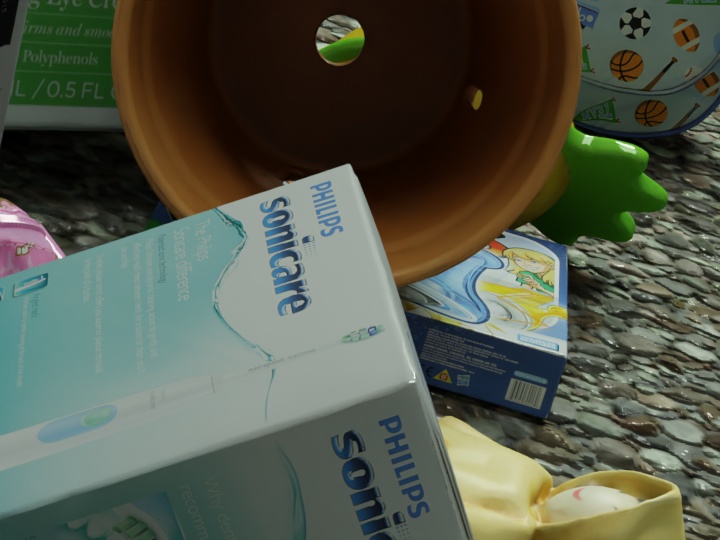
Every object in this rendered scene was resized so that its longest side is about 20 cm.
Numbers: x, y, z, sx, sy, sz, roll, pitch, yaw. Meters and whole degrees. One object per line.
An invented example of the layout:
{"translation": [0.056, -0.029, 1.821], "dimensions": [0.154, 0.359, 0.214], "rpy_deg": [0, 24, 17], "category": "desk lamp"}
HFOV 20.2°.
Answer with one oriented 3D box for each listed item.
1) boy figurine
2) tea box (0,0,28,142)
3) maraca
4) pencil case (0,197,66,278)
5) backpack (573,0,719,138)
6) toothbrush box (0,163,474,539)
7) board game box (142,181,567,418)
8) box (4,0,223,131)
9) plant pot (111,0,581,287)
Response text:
{"translation": [0.026, 0.080, 0.764], "dimensions": [0.199, 0.065, 0.124], "rpy_deg": [21, 14, 14], "category": "boy figurine"}
{"translation": [-0.250, -0.104, 0.808], "dimensions": [0.196, 0.201, 0.133], "rpy_deg": [26, 25, 24], "category": "tea box"}
{"translation": [0.062, -0.066, 1.054], "dimensions": [0.199, 0.108, 0.137], "rpy_deg": [23, -22, -7], "category": "maraca"}
{"translation": [-0.192, 0.009, 0.699], "dimensions": [0.086, 0.084, 0.199], "rpy_deg": [-7, -7, 35], "category": "pencil case"}
{"translation": [0.179, -0.183, 1.302], "dimensions": [0.199, 0.192, 0.154], "rpy_deg": [17, 28, 10], "category": "backpack"}
{"translation": [-0.075, 0.060, 0.597], "dimensions": [0.199, 0.086, 0.147], "rpy_deg": [-19, 27, 1], "category": "toothbrush box"}
{"translation": [0.000, 0.000, 0.961], "dimensions": [0.199, 0.035, 0.136], "rpy_deg": [16, 23, -1], "category": "board game box"}
{"translation": [-0.171, -0.171, 1.013], "dimensions": [0.198, 0.173, 0.200], "rpy_deg": [-2, 17, -37], "category": "box"}
{"translation": [-0.009, -0.101, 0.913], "dimensions": [0.199, 0.202, 0.140], "rpy_deg": [15, 9, -6], "category": "plant pot"}
